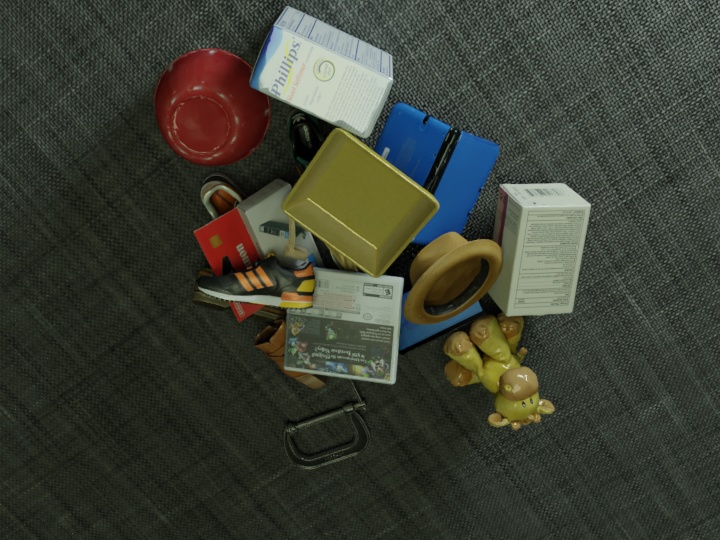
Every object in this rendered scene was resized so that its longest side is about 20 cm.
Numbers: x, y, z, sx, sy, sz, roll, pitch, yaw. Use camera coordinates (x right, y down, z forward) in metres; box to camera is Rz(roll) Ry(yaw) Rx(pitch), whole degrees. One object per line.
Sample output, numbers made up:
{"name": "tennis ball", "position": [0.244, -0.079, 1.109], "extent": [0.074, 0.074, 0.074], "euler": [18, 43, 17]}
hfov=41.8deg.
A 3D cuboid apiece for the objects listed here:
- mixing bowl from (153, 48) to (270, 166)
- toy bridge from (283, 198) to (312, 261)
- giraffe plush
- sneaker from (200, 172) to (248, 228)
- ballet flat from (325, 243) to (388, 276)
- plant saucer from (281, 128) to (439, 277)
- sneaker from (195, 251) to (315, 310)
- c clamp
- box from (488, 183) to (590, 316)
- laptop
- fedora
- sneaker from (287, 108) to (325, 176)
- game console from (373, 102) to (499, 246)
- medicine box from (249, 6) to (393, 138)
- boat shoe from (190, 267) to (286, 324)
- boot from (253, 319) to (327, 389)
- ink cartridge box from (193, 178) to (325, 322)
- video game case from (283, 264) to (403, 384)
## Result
{"name": "mixing bowl", "position": [-0.251, -0.251, 1.545], "extent": [0.197, 0.109, 0.202], "euler": [1, 115, 1]}
{"name": "toy bridge", "position": [-0.082, -0.108, 1.560], "extent": [0.067, 0.027, 0.201], "euler": [18, 109, -30]}
{"name": "giraffe plush", "position": [0.253, 0.194, 1.659], "extent": [0.171, 0.163, 0.201], "euler": [-30, 136, 0]}
{"name": "sneaker", "position": [-0.195, -0.085, 1.633], "extent": [0.199, 0.080, 0.079], "euler": [35, 110, -14]}
{"name": "ballet flat", "position": [0.000, 0.000, 1.636], "extent": [0.063, 0.068, 0.201], "euler": [-31, 90, 42]}
{"name": "plant saucer", "position": [0.002, -0.111, 1.479], "extent": [0.199, 0.049, 0.200], "euler": [36, 132, -5]}
{"name": "sneaker", "position": [-0.172, 0.011, 1.573], "extent": [0.197, 0.070, 0.091], "euler": [8, 91, -2]}
{"name": "c clamp", "position": [-0.068, 0.304, 1.832], "extent": [0.198, 0.027, 0.172], "euler": [-25, 116, 11]}
{"name": "box", "position": [0.298, -0.037, 1.603], "extent": [0.126, 0.109, 0.202], "euler": [-2, 115, -15]}
{"name": "laptop", "position": [0.094, 0.015, 1.649], "extent": [0.176, 0.104, 0.201], "euler": [-27, 119, 13]}
{"name": "fedora", "position": [0.142, 0.003, 1.568], "extent": [0.199, 0.082, 0.202], "euler": [-23, 147, -15]}
{"name": "sneaker", "position": [-0.077, -0.171, 1.586], "extent": [0.071, 0.080, 0.202], "euler": [-19, 112, 7]}
{"name": "game console", "position": [0.106, -0.152, 1.557], "extent": [0.170, 0.118, 0.202], "euler": [29, 105, 15]}
{"name": "medicine box", "position": [-0.056, -0.312, 1.468], "extent": [0.198, 0.183, 0.104], "euler": [23, 112, -8]}
{"name": "boat shoe", "position": [-0.201, 0.047, 1.692], "extent": [0.198, 0.072, 0.069], "euler": [18, 73, -25]}
{"name": "boot", "position": [-0.080, 0.123, 1.683], "extent": [0.155, 0.077, 0.199], "euler": [39, 130, -25]}
{"name": "ink cartridge box", "position": [-0.164, -0.026, 1.605], "extent": [0.175, 0.045, 0.201], "euler": [-34, 124, -18]}
{"name": "video game case", "position": [-0.030, 0.092, 1.607], "extent": [0.197, 0.023, 0.184], "euler": [6, 101, 11]}
